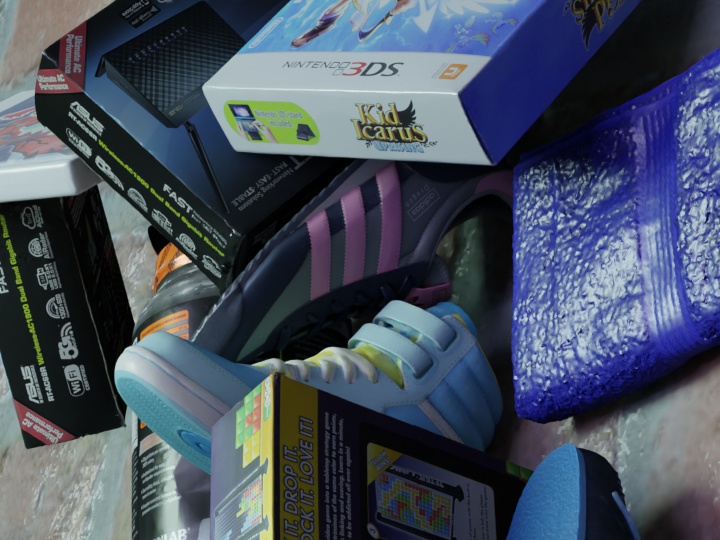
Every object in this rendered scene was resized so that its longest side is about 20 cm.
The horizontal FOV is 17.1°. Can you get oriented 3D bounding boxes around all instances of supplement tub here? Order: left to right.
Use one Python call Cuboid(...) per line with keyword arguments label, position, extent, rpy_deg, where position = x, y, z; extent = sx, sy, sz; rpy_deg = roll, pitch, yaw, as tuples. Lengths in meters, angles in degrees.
Cuboid(label="supplement tub", position=(-0.060, 0.085, 1.256), extent=(0.122, 0.122, 0.201), rpy_deg=(-35, 49, 47))

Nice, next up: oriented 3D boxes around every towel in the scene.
Cuboid(label="towel", position=(0.135, -0.025, 1.077), extent=(0.200, 0.049, 0.149), rpy_deg=(-32, 44, 49))

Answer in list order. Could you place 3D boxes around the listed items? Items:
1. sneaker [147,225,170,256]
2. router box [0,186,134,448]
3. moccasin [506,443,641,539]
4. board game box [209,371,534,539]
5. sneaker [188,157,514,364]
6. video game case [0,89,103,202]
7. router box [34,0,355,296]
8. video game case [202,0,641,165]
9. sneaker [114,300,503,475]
Cuboid(label="sneaker", position=(-0.087, -0.083, 1.468), extent=(0.073, 0.087, 0.202), rpy_deg=(-15, 65, 32))
Cuboid(label="router box", position=(-0.188, 0.005, 1.470), extent=(0.200, 0.062, 0.151), rpy_deg=(-101, -2, -76))
Cuboid(label="moccasin", position=(0.097, 0.171, 0.993), extent=(0.080, 0.068, 0.201), rpy_deg=(-45, 34, 51))
Cuboid(label="board game box", position=(0.015, 0.163, 1.038), extent=(0.057, 0.165, 0.201), rpy_deg=(-42, 37, 41))
Cuboid(label="sneaker", position=(0.000, 0.000, 1.195), extent=(0.200, 0.082, 0.070), rpy_deg=(-43, -5, -12))
Cuboid(label="video game case", position=(-0.181, -0.077, 1.380), extent=(0.199, 0.182, 0.023), rpy_deg=(-3, 110, 36))
Cuboid(label="router box", position=(-0.051, -0.102, 1.262), extent=(0.200, 0.150, 0.062), rpy_deg=(-40, -17, -28))
Cuboid(label="video game case", position=(0.047, -0.132, 1.170), extent=(0.181, 0.046, 0.200), rpy_deg=(6, 45, 46))
Cuboid(label="sneaker", position=(-0.016, 0.052, 1.148), extent=(0.079, 0.200, 0.131), rpy_deg=(3, 62, 59))
